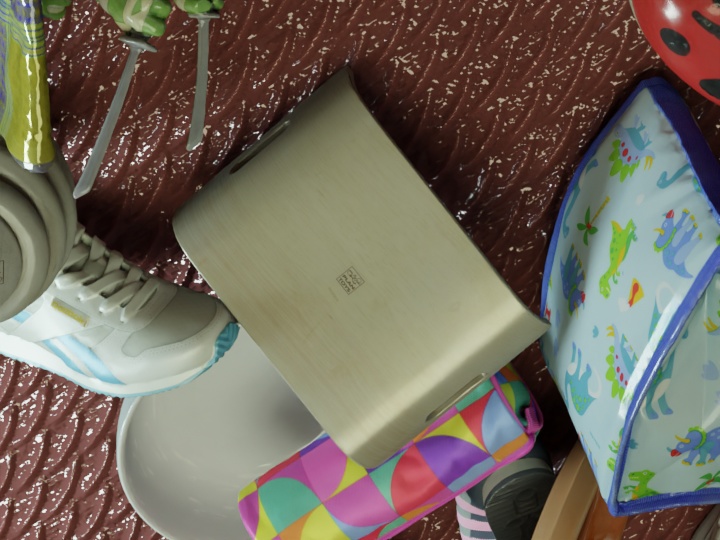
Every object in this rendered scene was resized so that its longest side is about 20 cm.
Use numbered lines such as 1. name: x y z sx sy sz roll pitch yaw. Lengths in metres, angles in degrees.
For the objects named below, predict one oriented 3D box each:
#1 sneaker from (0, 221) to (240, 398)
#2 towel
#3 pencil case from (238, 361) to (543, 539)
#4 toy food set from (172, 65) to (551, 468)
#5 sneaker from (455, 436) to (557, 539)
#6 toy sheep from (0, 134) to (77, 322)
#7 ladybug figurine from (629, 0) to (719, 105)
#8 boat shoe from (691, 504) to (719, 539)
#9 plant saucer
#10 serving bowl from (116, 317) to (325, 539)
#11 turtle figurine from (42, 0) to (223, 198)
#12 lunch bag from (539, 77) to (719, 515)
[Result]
1. sneaker: -0.165 0.018 1.663 0.199 0.077 0.081 11 133 29
2. towel: -0.197 -0.163 1.485 0.023 0.144 0.201 -10 118 -15
3. pencil case: 0.019 0.124 1.707 0.200 0.089 0.088 -37 121 14
4. toy food set: 0.000 0.000 1.640 0.143 0.060 0.200 -39 92 14
5. sneaker: 0.094 0.147 1.819 0.070 0.082 0.200 -17 152 -12
6. toy sheep: -0.229 -0.030 1.580 0.137 0.200 0.139 1 123 2
7. ladybug figurine: 0.237 -0.137 1.556 0.199 0.072 0.136 24 132 -20
8. boat shoe: 0.276 0.159 1.814 0.073 0.066 0.201 11 130 -7
9. plant saucer: 0.136 0.177 1.756 0.032 0.200 0.201 20 132 15
10. serving bowl: -0.062 0.089 1.753 0.199 0.066 0.201 -8 129 -11
11. turtle figurine: -0.090 -0.162 1.508 0.194 0.201 0.144 -38 154 24
12. lunch bag: 0.186 0.013 1.615 0.127 0.170 0.201 -7 129 -13
